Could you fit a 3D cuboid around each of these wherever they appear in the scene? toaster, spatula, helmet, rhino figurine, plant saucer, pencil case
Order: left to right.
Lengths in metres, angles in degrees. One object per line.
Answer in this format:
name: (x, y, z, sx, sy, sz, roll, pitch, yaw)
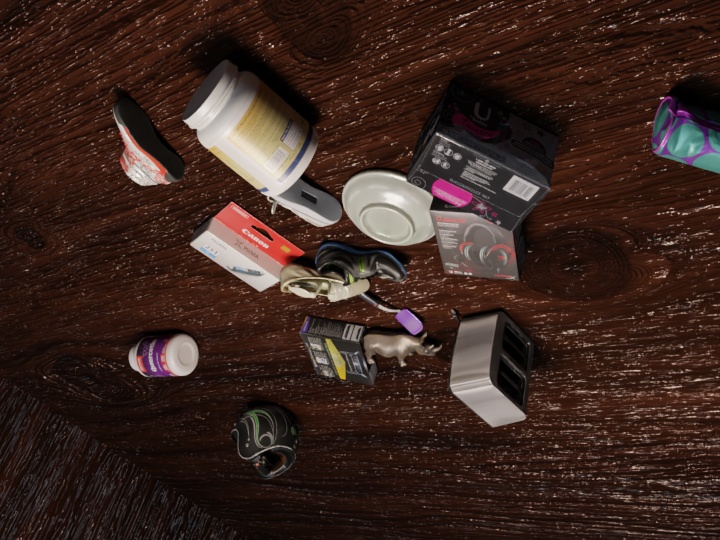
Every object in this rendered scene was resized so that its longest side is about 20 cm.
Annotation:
helmet: (-0.285, 0.496, 2.415, 0.195, 0.193, 0.203, -12, 133, -12)
spatula: (0.053, 0.080, 1.796, 0.197, 0.021, 0.056, 31, 146, -14)
plant saucer: (0.053, -0.101, 1.511, 0.195, 0.051, 0.202, 14, 147, 9)
rhino figurine: (0.095, 0.176, 1.875, 0.195, 0.061, 0.088, -1, 137, 24)
toaster: (0.275, 0.200, 1.711, 0.117, 0.184, 0.199, -18, 133, 39)
pencil case: (0.508, -0.179, 1.129, 0.195, 0.087, 0.093, 16, 163, 5)

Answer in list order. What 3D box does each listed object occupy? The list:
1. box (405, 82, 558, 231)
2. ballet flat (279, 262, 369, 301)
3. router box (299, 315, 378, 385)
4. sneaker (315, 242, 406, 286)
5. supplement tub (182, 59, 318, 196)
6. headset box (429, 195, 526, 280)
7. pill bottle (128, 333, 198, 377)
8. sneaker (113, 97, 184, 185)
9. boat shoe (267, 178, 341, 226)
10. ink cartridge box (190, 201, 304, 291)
box: (0.191, -0.177, 1.271, 0.196, 0.117, 0.133, 24, 146, -8)
ballet flat: (-0.079, 0.035, 1.733, 0.194, 0.071, 0.070, 8, 147, 1)
router box: (-0.050, 0.198, 1.989, 0.153, 0.053, 0.202, 8, 145, 18)
sneaker: (0.000, 0.000, 1.652, 0.194, 0.084, 0.071, 10, 147, 14)
supplement tub: (-0.183, -0.237, 1.354, 0.199, 0.147, 0.143, 38, 143, -27)
headset box: (0.209, -0.077, 1.439, 0.145, 0.076, 0.202, 6, 145, 21)
pill bottle: (-0.550, 0.237, 2.252, 0.196, 0.114, 0.113, -8, 139, 34)
sneaker: (-0.434, -0.238, 1.555, 0.106, 0.068, 0.202, -5, 142, 29)
boat shoe: (-0.135, -0.141, 1.541, 0.199, 0.076, 0.085, 27, 150, -28)
ink cartridge box: (-0.246, -0.046, 1.752, 0.198, 0.045, 0.175, 35, 145, -22)
